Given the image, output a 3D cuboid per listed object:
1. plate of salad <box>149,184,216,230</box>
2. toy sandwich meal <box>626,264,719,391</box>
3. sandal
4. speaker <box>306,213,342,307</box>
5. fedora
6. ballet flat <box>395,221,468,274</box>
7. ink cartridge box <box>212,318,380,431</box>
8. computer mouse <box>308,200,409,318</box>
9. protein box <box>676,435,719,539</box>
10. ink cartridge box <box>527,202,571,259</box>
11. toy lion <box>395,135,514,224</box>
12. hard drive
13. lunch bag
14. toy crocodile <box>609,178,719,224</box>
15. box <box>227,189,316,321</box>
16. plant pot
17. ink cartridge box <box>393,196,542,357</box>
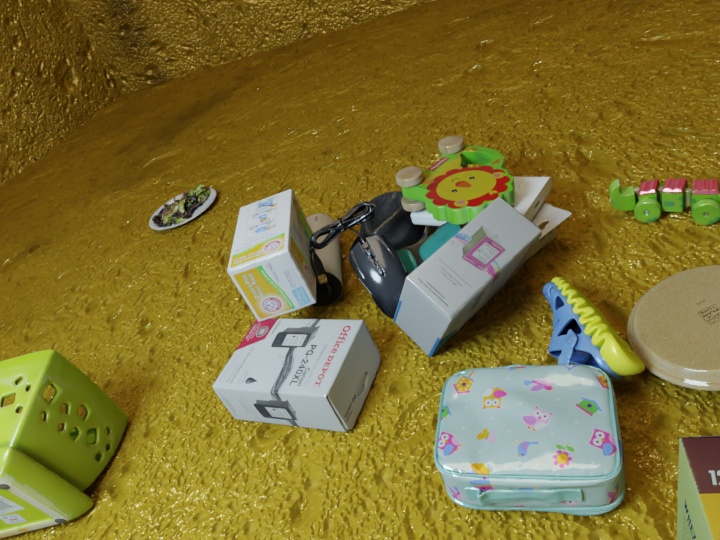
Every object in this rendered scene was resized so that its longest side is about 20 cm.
[{"bbox_3d":[-0.489,-0.178,1.487,0.200,0.048,0.200,-14,36,11],"label":"plate of salad"},{"bbox_3d":[0.423,0.074,0.636,0.205,0.070,0.205,-25,33,17],"label":"toy sandwich meal"},{"bbox_3d":[0.273,0.080,0.703,0.087,0.079,0.200,-48,18,21],"label":"sandal"},{"bbox_3d":[-0.075,-0.023,1.024,0.081,0.081,0.200,-17,36,8],"label":"speaker"},{"bbox_3d":[0.054,-0.083,1.017,0.200,0.092,0.201,-15,35,11],"label":"fedora"},{"bbox_3d":[0.107,-0.019,0.910,0.200,0.072,0.068,-35,63,30],"label":"ballet flat"},{"bbox_3d":[-0.090,0.147,0.803,0.200,0.083,0.145,-3,39,28],"label":"ink cartridge box"},{"bbox_3d":[0.000,0.000,0.870,0.140,0.200,0.046,-26,-3,3],"label":"computer mouse"},{"bbox_3d":[0.306,0.245,0.353,0.135,0.200,0.199,-9,37,19],"label":"protein box"},{"bbox_3d":[0.242,-0.069,0.918,0.116,0.067,0.200,-35,36,-17],"label":"ink cartridge box"},{"bbox_3d":[0.171,-0.146,0.899,0.191,0.069,0.200,19,47,39],"label":"toy lion"},{"bbox_3d":[0.201,-0.117,0.919,0.200,0.026,0.132,8,43,39],"label":"hard drive"},{"bbox_3d":[0.181,0.187,0.607,0.200,0.077,0.161,-7,39,21],"label":"lunch bag"},{"bbox_3d":[0.493,-0.115,0.845,0.200,0.062,0.068,6,44,34],"label":"toy crocodile"},{"bbox_3d":[-0.140,-0.029,0.903,0.101,0.113,0.200,-19,34,8],"label":"box"},{"bbox_3d":[-0.493,0.261,0.789,0.200,0.199,0.182,-16,41,9],"label":"plant pot"},{"bbox_3d":[0.150,0.010,0.783,0.200,0.145,0.085,-38,71,-22],"label":"ink cartridge box"}]
